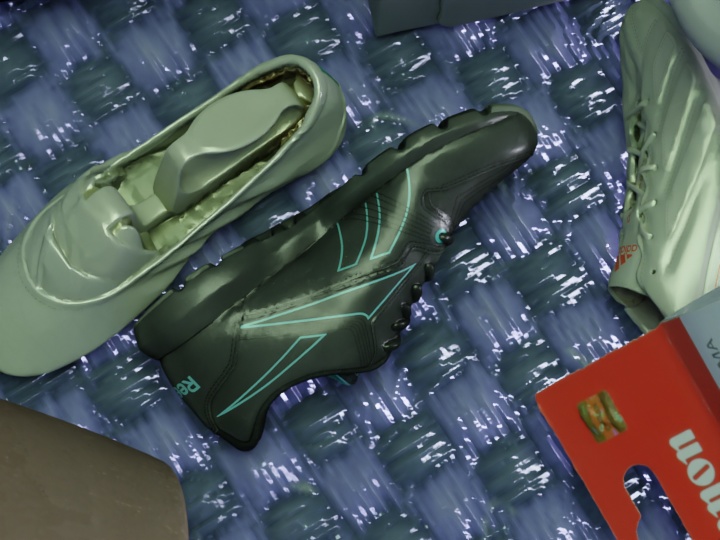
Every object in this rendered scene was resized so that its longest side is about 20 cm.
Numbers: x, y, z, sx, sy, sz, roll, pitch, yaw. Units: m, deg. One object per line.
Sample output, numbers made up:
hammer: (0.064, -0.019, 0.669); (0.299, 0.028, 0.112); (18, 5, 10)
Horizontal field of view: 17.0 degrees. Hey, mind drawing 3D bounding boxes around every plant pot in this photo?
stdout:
plant pot: (-0.164, 0.122, 0.963); (0.173, 0.200, 0.202); (7, 74, -18)

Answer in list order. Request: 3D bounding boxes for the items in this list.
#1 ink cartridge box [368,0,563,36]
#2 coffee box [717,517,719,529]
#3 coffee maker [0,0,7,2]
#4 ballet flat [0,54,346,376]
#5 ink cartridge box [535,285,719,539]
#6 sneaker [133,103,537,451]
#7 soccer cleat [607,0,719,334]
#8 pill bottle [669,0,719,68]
ink cartridge box: (0.056, -0.230, 1.076); (0.143, 0.145, 0.202); (-11, 76, -5)
coffee box: (0.253, 0.089, 0.997); (0.200, 0.044, 0.123); (-39, 79, 26)
coffee maker: (-0.165, -0.162, 1.072); (0.198, 0.135, 0.194); (-11, 99, -4)
ballet flat: (-0.091, -0.032, 1.058); (0.199, 0.069, 0.070); (-37, 79, -11)
ink cartridge box: (0.183, 0.080, 0.971); (0.199, 0.057, 0.163); (-31, 90, 22)
sneaker: (0.000, 0.000, 1.058); (0.199, 0.075, 0.080); (-34, 88, -1)
soccer cleat: (0.140, -0.024, 1.067); (0.077, 0.069, 0.202); (-15, 79, -3)
pill bottle: (0.227, -0.128, 1.023); (0.115, 0.199, 0.117); (-2, 87, 41)
